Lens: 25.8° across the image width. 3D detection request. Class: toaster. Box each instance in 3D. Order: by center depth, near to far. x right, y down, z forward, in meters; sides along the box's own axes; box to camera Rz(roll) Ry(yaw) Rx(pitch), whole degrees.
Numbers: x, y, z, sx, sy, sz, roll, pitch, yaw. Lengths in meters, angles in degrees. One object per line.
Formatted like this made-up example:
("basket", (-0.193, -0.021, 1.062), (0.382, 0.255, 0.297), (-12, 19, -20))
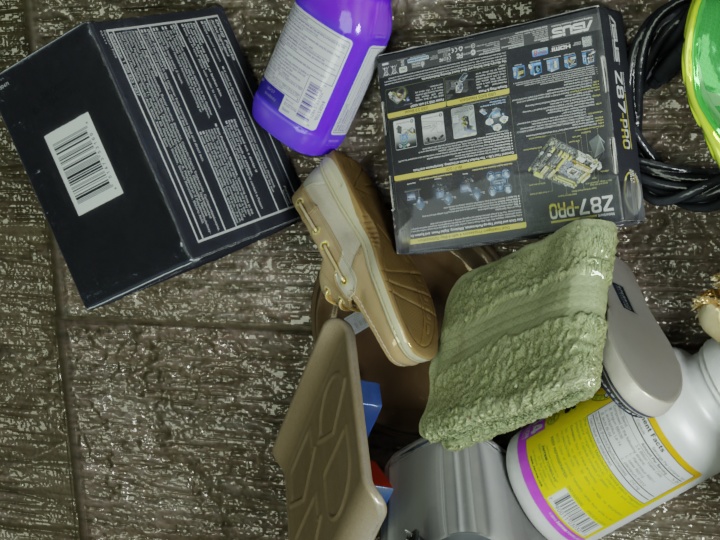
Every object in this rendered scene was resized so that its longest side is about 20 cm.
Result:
("toaster", (0.086, 0.213, 1.239), (0.113, 0.130, 0.200), (-32, 127, 27))

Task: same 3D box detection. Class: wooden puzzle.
("wooden puzzle", (-0.018, 0.170, 1.287), (0.046, 0.201, 0.186), (7, 131, -19))

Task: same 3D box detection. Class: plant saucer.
("plant saucer", (0.043, 0.050, 1.312), (0.198, 0.029, 0.202), (6, 104, 25))

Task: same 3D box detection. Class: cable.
("cable", (0.266, -0.129, 1.152), (0.198, 0.051, 0.165), (-7, 98, 27))

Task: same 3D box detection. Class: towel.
("towel", (0.113, 0.049, 1.163), (0.200, 0.036, 0.150), (-27, 47, 53))

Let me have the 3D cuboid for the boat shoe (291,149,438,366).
("boat shoe", (0.000, 0.000, 1.259), (0.069, 0.074, 0.201), (-36, 56, 22))

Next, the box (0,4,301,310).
("box", (-0.166, -0.096, 1.283), (0.123, 0.198, 0.201), (-23, 91, 30))

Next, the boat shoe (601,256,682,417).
("boat shoe", (0.173, 0.064, 1.170), (0.074, 0.201, 0.093), (29, 116, -19))

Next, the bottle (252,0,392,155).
("bottle", (-0.018, -0.195, 1.264), (0.083, 0.065, 0.201), (37, 114, 28))

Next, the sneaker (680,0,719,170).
("sneaker", (0.280, -0.103, 1.092), (0.083, 0.074, 0.201), (-19, 98, 25))

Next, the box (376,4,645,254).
("box", (0.112, -0.103, 1.207), (0.199, 0.049, 0.163), (-9, 85, 33))

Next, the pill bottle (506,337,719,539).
("pill bottle", (0.216, 0.126, 1.203), (0.199, 0.104, 0.105), (-35, 86, 27))

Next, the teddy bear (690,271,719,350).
("teddy bear", (0.333, 0.031, 1.106), (0.198, 0.145, 0.067), (5, 63, 12))
